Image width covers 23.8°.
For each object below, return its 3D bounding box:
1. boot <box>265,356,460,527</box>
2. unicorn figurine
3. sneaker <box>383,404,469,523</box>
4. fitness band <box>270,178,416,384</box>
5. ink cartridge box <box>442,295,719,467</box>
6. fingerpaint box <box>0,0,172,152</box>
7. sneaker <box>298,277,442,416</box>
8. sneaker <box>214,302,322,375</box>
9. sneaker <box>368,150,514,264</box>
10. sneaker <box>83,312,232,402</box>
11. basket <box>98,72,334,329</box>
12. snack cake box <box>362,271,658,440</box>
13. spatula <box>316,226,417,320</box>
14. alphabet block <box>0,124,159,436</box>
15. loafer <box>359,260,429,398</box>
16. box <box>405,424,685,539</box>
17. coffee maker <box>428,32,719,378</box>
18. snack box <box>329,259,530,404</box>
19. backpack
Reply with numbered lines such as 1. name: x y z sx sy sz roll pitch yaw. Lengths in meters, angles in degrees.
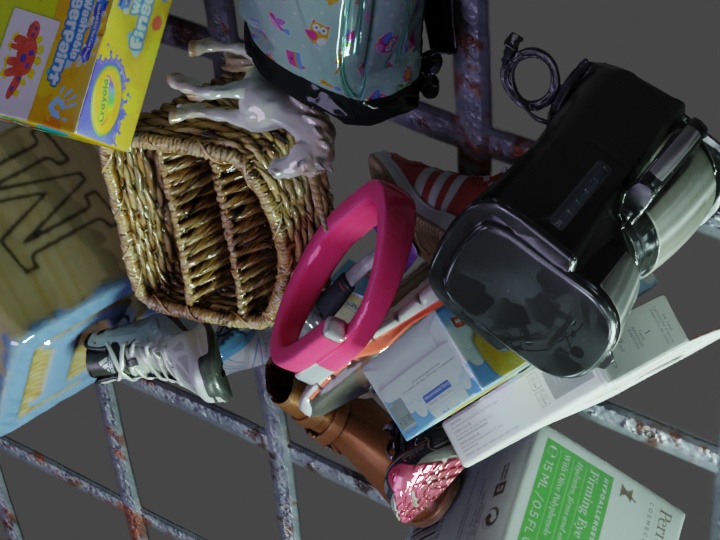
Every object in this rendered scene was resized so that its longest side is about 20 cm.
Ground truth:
1. boot: -0.001 0.144 1.535 0.155 0.077 0.200 37 -173 -28
2. unicorn figurine: -0.078 -0.131 1.325 0.136 0.201 0.074 6 135 6
3. sneaker: 0.050 0.147 1.413 0.075 0.200 0.081 43 105 4
4. fitness band: -0.016 0.008 1.332 0.037 0.145 0.200 23 154 -17
5. ink cartridge box: 0.182 0.075 1.310 0.200 0.175 0.045 -39 75 53
6. fingerpaint box: -0.241 -0.213 1.390 0.166 0.202 0.073 14 178 33
7. sneaker: 0.040 0.070 1.371 0.199 0.077 0.082 -37 97 14
8. sneaker: -0.091 0.069 1.627 0.086 0.075 0.200 31 152 -12
9. sneaker: 0.088 -0.058 1.350 0.200 0.112 0.072 46 161 52
10. sneaker: -0.186 0.089 1.544 0.200 0.114 0.076 -145 38 -71
11. basket: -0.115 -0.042 1.445 0.143 0.148 0.201 39 147 38
12. snack cake box: 0.111 0.040 1.266 0.067 0.199 0.115 57 144 7
13. spatula: 0.000 0.000 1.435 0.057 0.020 0.200 60 147 10
14. alphabet block: -0.319 0.002 1.633 0.200 0.196 0.196 49 144 15
15. loafer: 0.042 0.050 1.436 0.200 0.068 0.076 -44 80 29
16. box: 0.141 0.277 1.475 0.171 0.200 0.200 32 145 -15
17. coffee maker: 0.134 -0.045 1.191 0.191 0.200 0.135 23 135 24
18. snack box: 0.061 0.080 1.520 0.199 0.037 0.117 26 138 22
19. backpack: -0.016 -0.216 1.232 0.166 0.126 0.201 31 138 22
